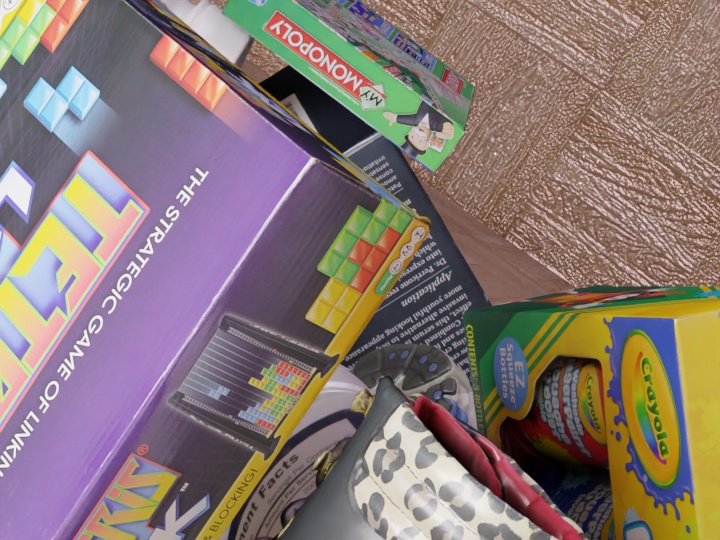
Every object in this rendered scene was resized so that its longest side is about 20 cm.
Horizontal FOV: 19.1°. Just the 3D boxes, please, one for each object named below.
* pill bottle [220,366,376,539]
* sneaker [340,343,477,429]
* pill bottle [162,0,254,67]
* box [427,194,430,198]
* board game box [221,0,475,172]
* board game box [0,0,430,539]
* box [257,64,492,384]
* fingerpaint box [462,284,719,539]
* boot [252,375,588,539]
[{"bbox_3d":[0.011,0.116,0.825,0.111,0.111,0.200,28,10,-34],"label":"pill bottle"},{"bbox_3d":[-0.006,0.083,1.014,0.085,0.077,0.199,44,-22,-31],"label":"sneaker"},{"bbox_3d":[-0.161,-0.133,1.095,0.199,0.114,0.114,30,8,-3],"label":"pill bottle"},{"bbox_3d":[-0.026,-0.134,2.470,0.199,0.044,0.160,32,7,-17],"label":"box"},{"bbox_3d":[-0.001,-0.117,1.152,0.134,0.029,0.200,37,11,-3],"label":"board game box"},{"bbox_3d":[-0.095,0.022,0.632,0.057,0.201,0.165,28,8,-44],"label":"board game box"},{"bbox_3d":[0.000,0.000,1.203,0.201,0.107,0.149,58,1,-28],"label":"box"},{"bbox_3d":[0.115,0.109,0.815,0.073,0.201,0.167,-9,4,-24],"label":"fingerpaint box"},{"bbox_3d":[-0.028,0.093,0.637,0.073,0.154,0.203,26,11,-43],"label":"boot"}]
